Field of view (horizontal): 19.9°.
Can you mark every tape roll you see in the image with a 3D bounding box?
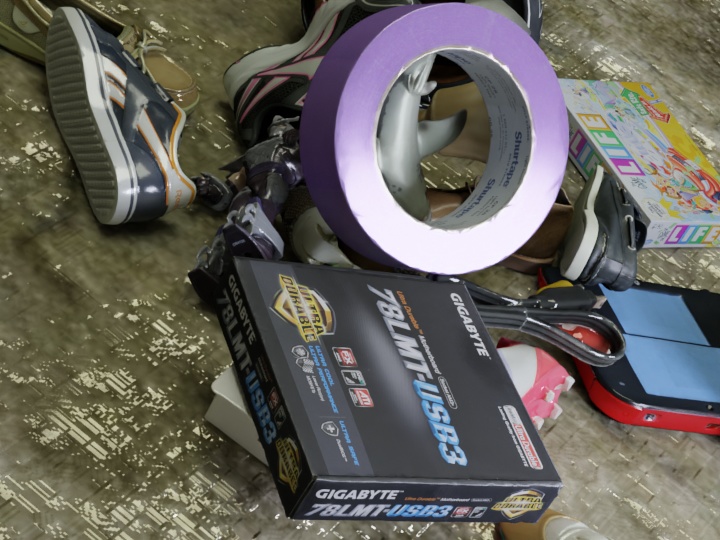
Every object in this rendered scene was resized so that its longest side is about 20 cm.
[{"bbox_3d":[0.056,-0.099,1.541,0.199,0.201,0.066,8,1,-28],"label":"tape roll"}]

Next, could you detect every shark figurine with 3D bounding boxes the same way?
[{"bbox_3d":[0.034,-0.145,1.618,0.128,0.216,0.089,18,7,-34],"label":"shark figurine"}]

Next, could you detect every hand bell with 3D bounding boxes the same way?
[{"bbox_3d":[0.035,-0.123,1.713,0.199,0.105,0.104,0,30,19],"label":"hand bell"}]

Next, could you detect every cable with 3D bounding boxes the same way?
[{"bbox_3d":[0.130,0.044,1.598,0.199,0.050,0.097,-1,48,-38],"label":"cable"}]

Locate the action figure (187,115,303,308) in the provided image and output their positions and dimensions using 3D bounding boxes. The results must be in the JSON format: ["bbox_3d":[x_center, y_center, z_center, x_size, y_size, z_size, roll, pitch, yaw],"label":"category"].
[{"bbox_3d":[-0.076,-0.061,1.577,0.069,0.130,0.201,43,35,-23],"label":"action figure"}]

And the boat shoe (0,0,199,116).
[{"bbox_3d":[-0.219,-0.190,1.678,0.200,0.063,0.073,29,35,0],"label":"boat shoe"}]

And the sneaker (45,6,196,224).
[{"bbox_3d":[-0.188,-0.120,1.603,0.079,0.079,0.201,-4,58,-30],"label":"sneaker"}]

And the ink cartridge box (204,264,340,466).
[{"bbox_3d":[-0.029,0.090,1.459,0.117,0.067,0.200,36,35,8],"label":"ink cartridge box"}]

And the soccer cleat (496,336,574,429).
[{"bbox_3d":[0.083,0.100,1.535,0.076,0.067,0.200,33,32,27],"label":"soccer cleat"}]

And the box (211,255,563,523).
[{"bbox_3d":[0.016,0.082,1.402,0.197,0.050,0.201,5,43,-30],"label":"box"}]

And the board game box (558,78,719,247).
[{"bbox_3d":[0.265,-0.102,1.932,0.134,0.034,0.200,-2,45,-36],"label":"board game box"}]

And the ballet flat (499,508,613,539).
[{"bbox_3d":[0.173,0.224,1.438,0.068,0.063,0.200,-9,50,-42],"label":"ballet flat"}]

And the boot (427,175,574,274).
[{"bbox_3d":[0.086,-0.056,1.717,0.199,0.076,0.074,10,41,-24],"label":"boot"}]

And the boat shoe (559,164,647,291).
[{"bbox_3d":[0.213,-0.033,1.755,0.066,0.075,0.199,24,17,-1],"label":"boat shoe"}]

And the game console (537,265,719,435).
[{"bbox_3d":[0.258,0.066,1.722,0.199,0.031,0.177,9,40,-27],"label":"game console"}]

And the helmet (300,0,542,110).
[{"bbox_3d":[0.063,-0.236,1.828,0.190,0.200,0.201,16,36,-32],"label":"helmet"}]

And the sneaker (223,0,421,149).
[{"bbox_3d":[-0.023,-0.157,1.687,0.080,0.200,0.087,29,40,-41],"label":"sneaker"}]

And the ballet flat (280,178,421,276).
[{"bbox_3d":[0.000,0.000,1.587,0.200,0.068,0.075,44,23,17],"label":"ballet flat"}]
